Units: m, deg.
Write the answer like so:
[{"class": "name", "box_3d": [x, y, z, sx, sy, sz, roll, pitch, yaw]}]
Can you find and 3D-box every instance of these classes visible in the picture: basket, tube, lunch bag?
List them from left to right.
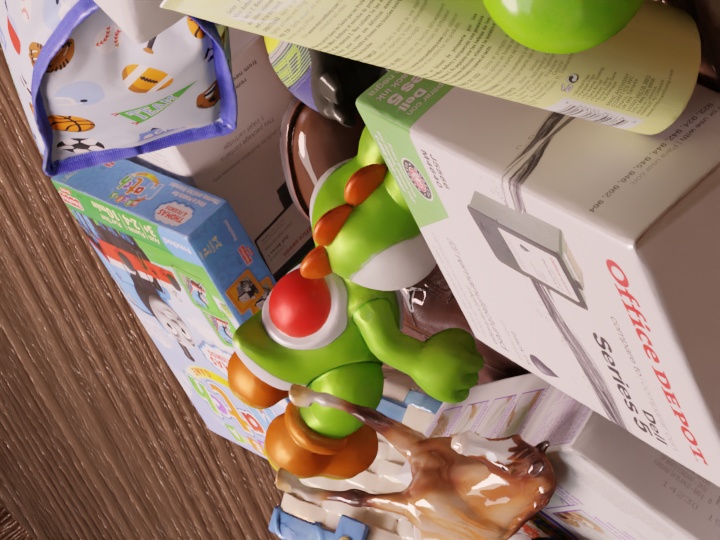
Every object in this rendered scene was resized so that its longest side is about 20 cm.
[{"class": "lunch bag", "box_3d": [-0.124, -0.163, 1.345, 0.200, 0.123, 0.171, 87, 167, -71]}, {"class": "basket", "box_3d": [0.028, 0.157, 1.488, 0.139, 0.201, 0.176, 22, -172, 28]}, {"class": "tube", "box_3d": [0.032, -0.095, 1.036, 0.199, 0.058, 0.052, 11, -162, -27]}]

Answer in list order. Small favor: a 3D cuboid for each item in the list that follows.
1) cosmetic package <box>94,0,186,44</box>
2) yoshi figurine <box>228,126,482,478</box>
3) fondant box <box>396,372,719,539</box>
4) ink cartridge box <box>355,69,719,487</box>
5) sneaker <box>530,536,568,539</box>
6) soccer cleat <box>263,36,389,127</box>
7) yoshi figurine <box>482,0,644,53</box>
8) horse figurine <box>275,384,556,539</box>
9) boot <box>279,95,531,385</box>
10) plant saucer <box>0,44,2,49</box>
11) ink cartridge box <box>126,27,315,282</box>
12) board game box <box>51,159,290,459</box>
[{"class": "cosmetic package", "box_3d": [-0.094, -0.235, 1.080, 0.200, 0.165, 0.165, 46, 165, 19]}, {"class": "yoshi figurine", "box_3d": [0.014, 0.001, 1.327, 0.112, 0.112, 0.200, 24, 130, -3]}, {"class": "fondant box", "box_3d": [0.122, 0.109, 1.325, 0.144, 0.058, 0.200, 37, 160, -14]}, {"class": "ink cartridge box", "box_3d": [0.106, -0.013, 1.168, 0.200, 0.084, 0.146, 31, 155, 52]}, {"class": "sneaker", "box_3d": [0.139, 0.200, 1.347, 0.078, 0.086, 0.201, -80, -33, -55]}, {"class": "soccer cleat", "box_3d": [-0.030, -0.144, 1.301, 0.084, 0.065, 0.200, 45, 164, 28]}, {"class": "yoshi figurine", "box_3d": [0.080, -0.131, 0.937, 0.112, 0.112, 0.200, 41, 169, 4]}, {"class": "horse figurine", "box_3d": [0.028, 0.129, 1.303, 0.132, 0.050, 0.201, 12, 132, 14]}, {"class": "boot", "box_3d": [0.058, 0.002, 1.394, 0.200, 0.064, 0.187, 31, 158, 50]}, {"class": "plant saucer", "box_3d": [-0.200, -0.218, 1.511, 0.200, 0.037, 0.201, 48, -148, -43]}, {"class": "ink cartridge box", "box_3d": [-0.079, -0.050, 1.618, 0.146, 0.084, 0.200, 28, 153, 52]}, {"class": "board game box", "box_3d": [-0.080, 0.029, 1.583, 0.151, 0.037, 0.200, 22, 149, 52]}]
